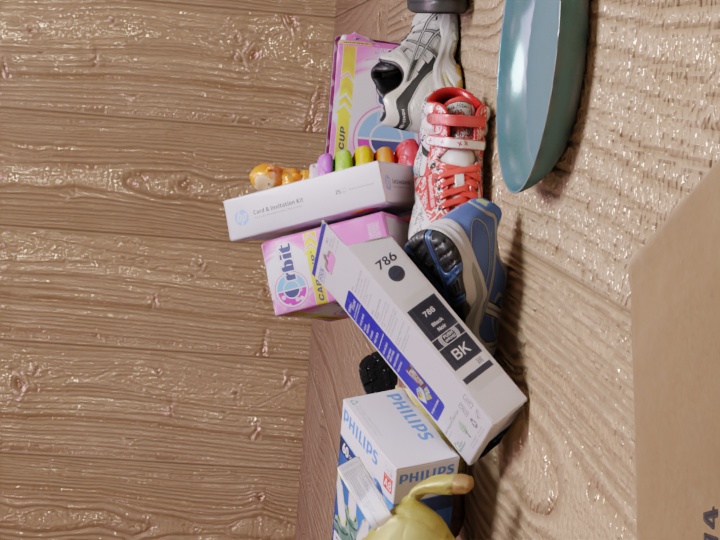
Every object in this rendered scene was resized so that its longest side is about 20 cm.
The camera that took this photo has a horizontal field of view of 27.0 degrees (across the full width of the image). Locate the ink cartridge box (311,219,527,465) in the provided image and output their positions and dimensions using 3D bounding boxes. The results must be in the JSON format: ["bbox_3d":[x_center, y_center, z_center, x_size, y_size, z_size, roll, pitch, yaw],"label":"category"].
[{"bbox_3d":[0.041,0.047,1.127,0.200,0.039,0.100,50,160,14],"label":"ink cartridge box"}]

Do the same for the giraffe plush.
[{"bbox_3d":[0.041,0.256,1.093,0.163,0.171,0.202,65,-170,-55],"label":"giraffe plush"}]

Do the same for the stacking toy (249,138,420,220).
[{"bbox_3d":[-0.017,-0.087,1.553,0.116,0.197,0.111,105,168,-59],"label":"stacking toy"}]

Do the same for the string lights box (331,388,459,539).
[{"bbox_3d":[0.024,0.210,1.213,0.103,0.058,0.202,-132,40,-52],"label":"string lights box"}]

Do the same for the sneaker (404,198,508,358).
[{"bbox_3d":[0.086,0.030,1.175,0.077,0.075,0.201,-43,-32,-31],"label":"sneaker"}]

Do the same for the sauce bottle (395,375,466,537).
[{"bbox_3d":[0.059,0.182,1.278,0.066,0.065,0.203,168,103,-84],"label":"sauce bottle"}]

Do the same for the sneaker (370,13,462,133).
[{"bbox_3d":[0.054,-0.211,1.501,0.201,0.086,0.076,-91,6,-51],"label":"sneaker"}]

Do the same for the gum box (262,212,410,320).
[{"bbox_3d":[0.000,0.000,1.367,0.200,0.112,0.067,12,-115,-74],"label":"gum box"}]

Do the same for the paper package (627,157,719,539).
[{"bbox_3d":[0.141,0.064,0.363,0.191,0.102,0.202,113,161,-68],"label":"paper package"}]

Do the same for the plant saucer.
[{"bbox_3d":[0.126,-0.153,1.036,0.200,0.027,0.203,-177,90,-85],"label":"plant saucer"}]

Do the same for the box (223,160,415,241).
[{"bbox_3d":[-0.017,-0.062,1.397,0.200,0.154,0.042,-7,-95,-69],"label":"box"}]

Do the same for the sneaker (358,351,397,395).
[{"bbox_3d":[0.039,0.177,1.560,0.201,0.075,0.088,-88,-10,-54],"label":"sneaker"}]

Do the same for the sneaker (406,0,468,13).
[{"bbox_3d":[0.075,-0.318,1.493,0.200,0.059,0.106,-93,4,-73],"label":"sneaker"}]

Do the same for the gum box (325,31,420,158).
[{"bbox_3d":[0.021,-0.158,1.652,0.066,0.112,0.203,-112,27,-77],"label":"gum box"}]

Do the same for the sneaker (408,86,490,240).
[{"bbox_3d":[0.077,-0.076,1.273,0.202,0.066,0.109,-90,4,-54],"label":"sneaker"}]
